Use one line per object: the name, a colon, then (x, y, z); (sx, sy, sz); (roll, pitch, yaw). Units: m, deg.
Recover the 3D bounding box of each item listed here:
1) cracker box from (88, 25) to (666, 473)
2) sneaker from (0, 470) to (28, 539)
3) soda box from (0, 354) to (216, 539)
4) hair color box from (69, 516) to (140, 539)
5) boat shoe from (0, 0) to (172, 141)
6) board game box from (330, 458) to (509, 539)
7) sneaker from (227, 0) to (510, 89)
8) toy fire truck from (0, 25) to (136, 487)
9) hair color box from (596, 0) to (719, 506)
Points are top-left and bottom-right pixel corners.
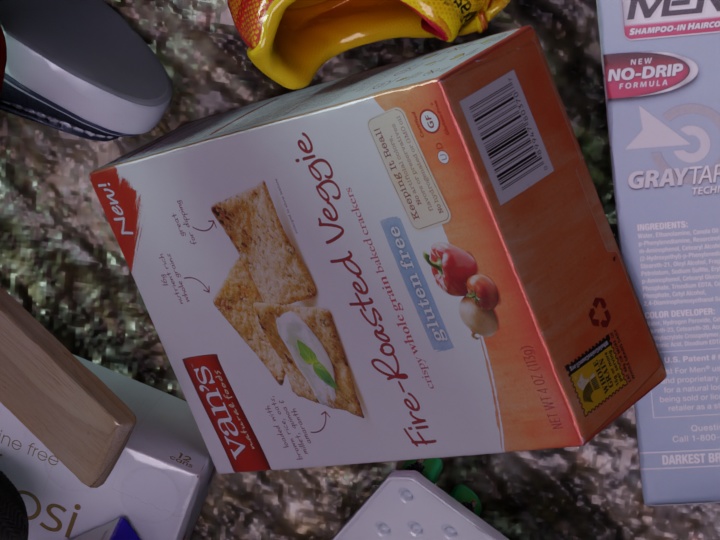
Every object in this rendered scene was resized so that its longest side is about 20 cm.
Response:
cracker box: (0.000, 0.000, 0.764); (0.200, 0.058, 0.134); (-11, 106, 48)
sneaker: (-0.226, 0.107, 0.815); (0.200, 0.075, 0.116); (21, 110, 14)
soda box: (-0.160, 0.062, 0.858); (0.200, 0.064, 0.068); (22, 109, 2)
hair color box: (-0.173, 0.176, 0.797); (0.200, 0.109, 0.065); (-22, 103, 12)
boat shoe: (-0.174, -0.086, 0.819); (0.200, 0.071, 0.091); (30, 118, 3)
board game box: (0.050, 0.187, 0.844); (0.200, 0.026, 0.200); (37, 129, -2)
sneaker: (0.048, -0.120, 0.731); (0.200, 0.073, 0.077); (-25, 58, 18)
toy fire truck: (-0.166, -0.018, 0.762); (0.200, 0.129, 0.176); (17, 140, -20)
hair color box: (0.126, -0.026, 0.762); (0.060, 0.099, 0.200); (-5, 106, 11)
